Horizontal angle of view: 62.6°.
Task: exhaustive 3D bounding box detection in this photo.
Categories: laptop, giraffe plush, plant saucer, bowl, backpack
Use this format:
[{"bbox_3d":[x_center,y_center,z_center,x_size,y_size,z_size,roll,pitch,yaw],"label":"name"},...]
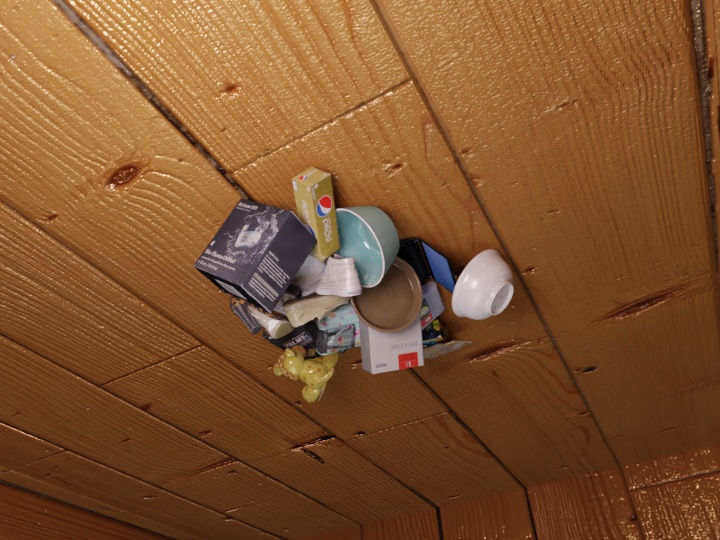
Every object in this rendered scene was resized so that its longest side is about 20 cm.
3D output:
[{"bbox_3d":[0.148,0.010,1.560,0.197,0.105,0.178,-14,139,12],"label":"laptop"},{"bbox_3d":[-0.173,0.294,1.776,0.161,0.200,0.174,30,102,-4],"label":"giraffe plush"},{"bbox_3d":[0.062,0.058,1.491,0.197,0.204,0.029,10,163,-16],"label":"plant saucer"},{"bbox_3d":[0.338,0.054,1.556,0.199,0.090,0.204,-26,133,-32],"label":"bowl"},{"bbox_3d":[-0.042,0.132,1.639,0.197,0.176,0.156,0,111,-22],"label":"backpack"},{"bbox_3d":[0.017,-0.073,1.409,0.104,0.201,0.202,-32,155,-33],"label":"bowl"}]

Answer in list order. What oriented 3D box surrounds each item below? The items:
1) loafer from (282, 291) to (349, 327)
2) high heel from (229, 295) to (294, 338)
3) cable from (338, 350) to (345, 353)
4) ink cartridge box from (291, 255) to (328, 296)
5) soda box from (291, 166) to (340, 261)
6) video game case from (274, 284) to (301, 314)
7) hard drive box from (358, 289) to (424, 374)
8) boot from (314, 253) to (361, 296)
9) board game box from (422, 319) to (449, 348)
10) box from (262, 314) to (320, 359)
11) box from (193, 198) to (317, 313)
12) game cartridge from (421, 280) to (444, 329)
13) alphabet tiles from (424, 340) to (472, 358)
[{"bbox_3d":[-0.107,0.092,1.482,0.198,0.070,0.075,-12,-167,-36],"label":"loafer"},{"bbox_3d":[-0.274,0.120,1.664,0.072,0.143,0.199,-52,151,14],"label":"high heel"},{"bbox_3d":[-0.003,0.204,1.750,0.097,0.200,0.051,-40,88,16],"label":"cable"},{"bbox_3d":[-0.147,-0.012,1.527,0.143,0.086,0.200,-22,139,21],"label":"ink cartridge box"},{"bbox_3d":[-0.099,-0.127,1.354,0.063,0.067,0.202,26,138,35],"label":"soda box"},{"bbox_3d":[-0.239,0.060,1.564,0.178,0.026,0.201,21,157,6],"label":"video game case"},{"bbox_3d":[0.079,0.155,1.556,0.153,0.204,0.077,-7,-176,-21],"label":"hard drive box"},{"bbox_3d":[-0.058,0.007,1.427,0.073,0.097,0.199,-10,-175,-30],"label":"boot"},{"bbox_3d":[0.162,0.215,1.806,0.197,0.058,0.165,-15,159,14],"label":"board game box"},{"bbox_3d":[-0.162,0.190,1.800,0.198,0.050,0.198,-30,135,28],"label":"box"},{"bbox_3d":[-0.238,-0.039,1.340,0.195,0.202,0.118,16,157,41],"label":"box"},{"bbox_3d":[0.149,0.125,1.675,0.199,0.041,0.134,-40,135,-9],"label":"game cartridge"},{"bbox_3d":[0.245,0.249,1.852,0.166,0.008,0.199,8,155,-44],"label":"alphabet tiles"}]
